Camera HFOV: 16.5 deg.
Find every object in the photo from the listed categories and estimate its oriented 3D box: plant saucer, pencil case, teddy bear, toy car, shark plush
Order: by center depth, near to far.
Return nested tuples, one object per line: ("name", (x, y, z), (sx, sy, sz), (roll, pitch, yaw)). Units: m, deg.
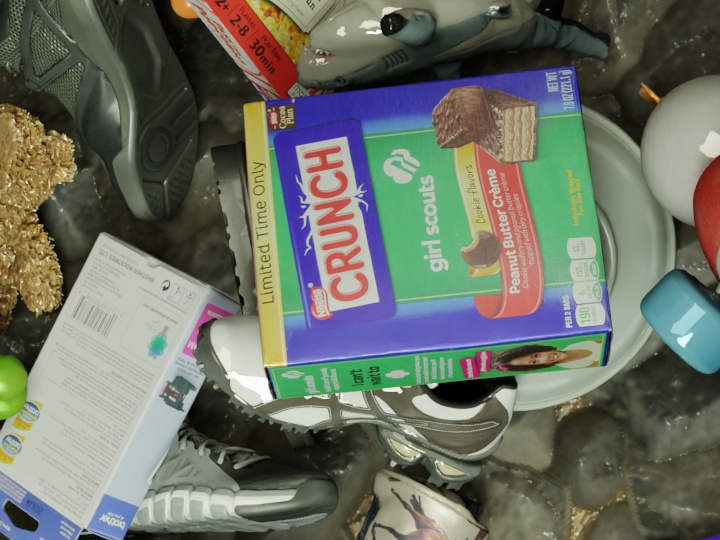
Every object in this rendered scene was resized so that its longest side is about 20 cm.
("toy car", (0.240, -0.049, 1.502), (0.184, 0.177, 0.200), (-47, 46, 12))
("plant saucer", (0.100, -0.008, 1.522), (0.200, 0.050, 0.201), (-1, 99, -7))
("pencil case", (0.005, 0.222, 1.546), (0.078, 0.089, 0.200), (27, 91, -16))
("shark plush", (0.058, -0.152, 1.559), (0.091, 0.200, 0.083), (52, 139, 39))
("teddy bear", (-0.259, -0.016, 1.659), (0.145, 0.067, 0.201), (6, 91, 20))

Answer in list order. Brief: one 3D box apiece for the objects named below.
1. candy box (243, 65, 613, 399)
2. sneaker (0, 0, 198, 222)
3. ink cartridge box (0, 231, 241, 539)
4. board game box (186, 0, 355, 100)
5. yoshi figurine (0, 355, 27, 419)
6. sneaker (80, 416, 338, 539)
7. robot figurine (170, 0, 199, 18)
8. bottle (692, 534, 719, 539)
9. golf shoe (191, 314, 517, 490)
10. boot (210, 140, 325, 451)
("candy box", (0.037, -0.021, 1.440), (0.199, 0.077, 0.169), (-7, 69, 2))
("sneaker", (-0.176, -0.125, 1.615), (0.114, 0.200, 0.076), (9, 43, 38))
("ink cartridge box", (-0.164, 0.086, 1.567), (0.119, 0.042, 0.200), (26, 86, 45))
("board game box", (-0.018, -0.216, 1.552), (0.200, 0.152, 0.046), (-47, 37, -9))
("yoshi figurine", (-0.313, 0.058, 1.574), (0.199, 0.112, 0.112), (0, 85, -13))
("sneaker", (-0.107, 0.108, 1.581), (0.200, 0.075, 0.116), (-6, 75, 26))
("robot figurine", (-0.100, -0.244, 1.615), (0.200, 0.117, 0.144), (-16, 44, 12))
("bottle", (0.224, 0.200, 1.497), (0.200, 0.065, 0.084), (-16, 78, 12))
("golf shoe", (0.001, 0.056, 1.491), (0.200, 0.095, 0.078), (19, 43, -17))
("boot", (0.000, -0.001, 1.576), (0.157, 0.079, 0.212), (-11, 93, 0))
